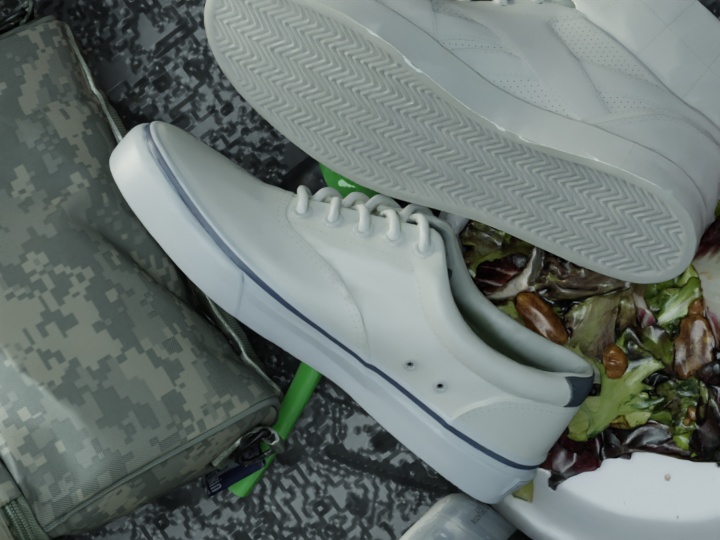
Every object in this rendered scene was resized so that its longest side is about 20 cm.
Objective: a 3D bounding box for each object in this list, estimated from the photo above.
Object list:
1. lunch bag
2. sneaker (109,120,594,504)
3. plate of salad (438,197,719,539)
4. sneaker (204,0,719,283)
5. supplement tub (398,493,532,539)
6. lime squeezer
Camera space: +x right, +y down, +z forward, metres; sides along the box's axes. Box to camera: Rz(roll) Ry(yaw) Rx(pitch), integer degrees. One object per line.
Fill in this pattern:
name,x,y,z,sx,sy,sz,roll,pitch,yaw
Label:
lunch bag,-0.141,0.018,1.119,0.168,0.139,0.200,-29,85,-1
sneaker,0.000,0.000,1.092,0.200,0.073,0.071,38,107,-9
plate of salad,0.118,0.020,1.120,0.200,0.048,0.200,0,91,10
sneaker,0.050,-0.079,1.089,0.200,0.116,0.074,27,138,7
supplement tub,0.076,0.187,1.089,0.200,0.123,0.123,38,96,9
lime squeezer,-0.020,-0.010,1.149,0.070,0.038,0.200,0,92,7
